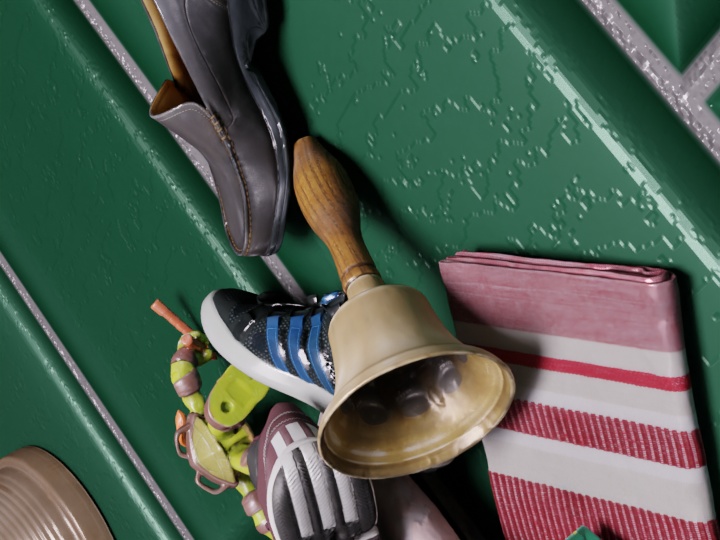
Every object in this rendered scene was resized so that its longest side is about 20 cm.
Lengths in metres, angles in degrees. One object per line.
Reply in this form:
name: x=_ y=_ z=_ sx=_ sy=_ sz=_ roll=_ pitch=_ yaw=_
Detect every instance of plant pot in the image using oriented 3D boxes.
plant pot: x=-0.303 y=0.271 z=1.337 sx=0.201 sy=0.093 sz=0.201 roll=30 pitch=134 yaw=37

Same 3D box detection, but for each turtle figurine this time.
turtle figurine: x=-0.091 y=0.103 z=0.959 sx=0.200 sy=0.064 sz=0.161 roll=65 pitch=159 yaw=3

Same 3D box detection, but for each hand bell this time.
hand bell: x=0.000 y=0.000 z=0.783 sx=0.104 sy=0.104 sz=0.200 roll=109 pitch=149 yaw=-45

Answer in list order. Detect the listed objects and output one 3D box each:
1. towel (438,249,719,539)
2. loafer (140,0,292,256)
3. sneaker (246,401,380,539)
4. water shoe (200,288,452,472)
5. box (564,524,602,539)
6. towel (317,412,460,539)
towel: x=0.118 y=0.086 z=0.750 sx=0.144 sy=0.023 sz=0.200 roll=8 pitch=119 yaw=47
loafer: x=-0.089 y=-0.098 z=0.841 sx=0.073 sy=0.072 sz=0.200 roll=24 pitch=129 yaw=60
sneaker: x=-0.021 y=0.163 z=0.846 sx=0.116 sy=0.076 sz=0.200 roll=-127 pitch=27 yaw=-62
water shoe: x=-0.011 y=0.041 z=0.860 sx=0.200 sy=0.071 sz=0.079 roll=30 pitch=111 yaw=33
box: x=0.135 y=0.238 z=0.781 sx=0.117 sy=0.048 sz=0.200 roll=39 pitch=145 yaw=28
towel: x=0.030 y=0.201 z=0.875 sx=0.200 sy=0.032 sz=0.191 roll=49 pitch=150 yaw=45
